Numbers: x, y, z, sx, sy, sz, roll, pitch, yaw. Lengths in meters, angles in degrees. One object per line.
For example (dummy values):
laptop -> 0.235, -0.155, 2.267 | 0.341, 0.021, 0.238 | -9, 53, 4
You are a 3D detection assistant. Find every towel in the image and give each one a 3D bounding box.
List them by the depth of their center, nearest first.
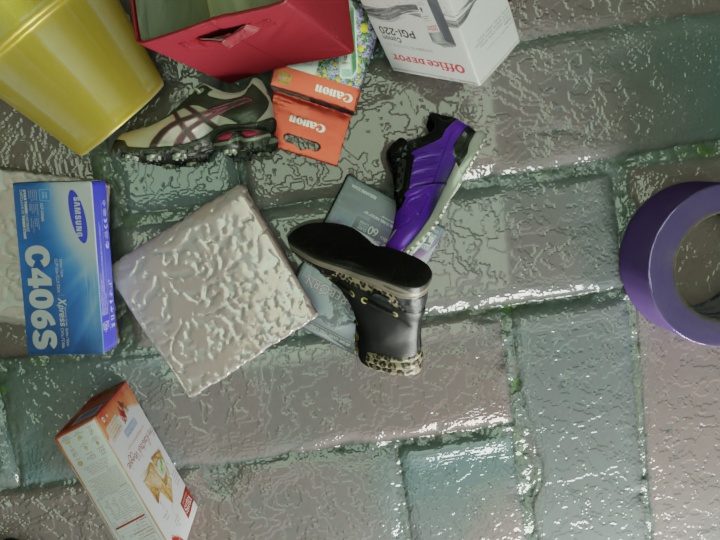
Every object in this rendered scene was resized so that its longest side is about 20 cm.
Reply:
towel -> -0.411, -0.027, 0.853 | 0.197, 0.032, 0.193 | 8, 97, -6
towel -> -0.179, 0.026, 0.861 | 0.199, 0.032, 0.192 | -31, 96, 4

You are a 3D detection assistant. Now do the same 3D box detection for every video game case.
video game case -> 0.000, 0.000, 0.893 | 0.142, 0.019, 0.202 | 27, 95, -7

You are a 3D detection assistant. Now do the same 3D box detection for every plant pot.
plant pot -> -0.323, -0.239, 0.755 | 0.200, 0.201, 0.189 | -39, 114, 2

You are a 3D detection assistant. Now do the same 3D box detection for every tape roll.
tape roll -> 0.443, -0.011, 0.889 | 0.197, 0.085, 0.203 | -1, 99, -4

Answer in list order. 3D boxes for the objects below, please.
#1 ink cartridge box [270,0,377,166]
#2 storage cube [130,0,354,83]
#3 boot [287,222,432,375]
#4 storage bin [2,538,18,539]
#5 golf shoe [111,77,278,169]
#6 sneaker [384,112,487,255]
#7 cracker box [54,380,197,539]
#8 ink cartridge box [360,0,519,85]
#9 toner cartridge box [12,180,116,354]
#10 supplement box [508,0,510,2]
ink cartridge box -> -0.048, -0.238, 0.837 | 0.108, 0.050, 0.202 | 16, 96, -6
storage cube -> -0.120, -0.316, 0.721 | 0.169, 0.180, 0.203 | -8, 88, 20
boot -> -0.001, 0.034, 0.839 | 0.198, 0.073, 0.152 | 20, 134, 30
storage bin -> -0.452, 0.472, 0.894 | 0.134, 0.094, 0.202 | 22, 96, -7
golf shoe -> -0.196, -0.170, 0.827 | 0.197, 0.077, 0.089 | -6, 88, 3
sneaker -> 0.065, -0.106, 0.851 | 0.099, 0.070, 0.201 | 32, 78, 1
cracker box -> -0.278, 0.251, 0.852 | 0.057, 0.134, 0.202 | -26, 100, 0
ink cartridge box -> 0.068, -0.308, 0.741 | 0.085, 0.145, 0.200 | -50, 135, -14
toner cartridge box -> -0.346, -0.004, 0.820 | 0.094, 0.043, 0.203 | -1, 98, 2
supplement box -> 0.119, -0.401, 0.798 | 0.200, 0.103, 0.131 | 43, 92, -9
